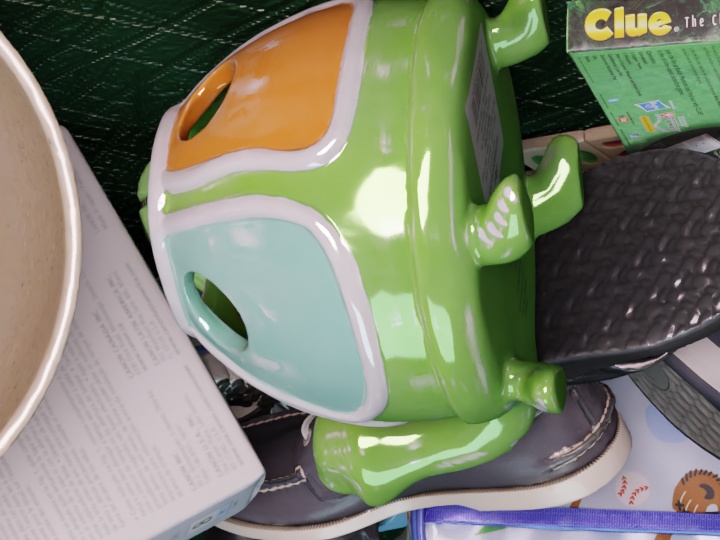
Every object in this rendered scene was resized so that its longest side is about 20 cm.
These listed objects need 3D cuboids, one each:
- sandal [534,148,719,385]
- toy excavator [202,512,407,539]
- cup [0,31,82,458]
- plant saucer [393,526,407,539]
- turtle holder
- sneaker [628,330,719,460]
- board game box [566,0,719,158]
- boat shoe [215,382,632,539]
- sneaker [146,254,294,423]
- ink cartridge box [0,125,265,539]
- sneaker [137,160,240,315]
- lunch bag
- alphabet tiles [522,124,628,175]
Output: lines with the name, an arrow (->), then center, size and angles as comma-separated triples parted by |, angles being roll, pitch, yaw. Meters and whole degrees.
sandal -> 0.073, 0.014, 1.042 | 0.200, 0.076, 0.048 | -25, 152, 31
toy excavator -> 0.000, 0.100, 1.461 | 0.199, 0.100, 0.194 | 3, 167, -39
cup -> -0.202, -0.013, 0.955 | 0.199, 0.201, 0.143 | 6, -176, -15
plant saucer -> 0.112, 0.130, 1.547 | 0.199, 0.050, 0.200 | -3, -174, 0
turtle holder -> 0.006, -0.012, 0.972 | 0.131, 0.142, 0.186 | -4, 158, 12
sneaker -> 0.181, 0.010, 1.066 | 0.202, 0.146, 0.077 | 39, 168, 37
board game box -> 0.143, -0.056, 1.010 | 0.104, 0.024, 0.200 | -1, 164, 15
boat shoe -> 0.010, 0.061, 1.150 | 0.199, 0.073, 0.063 | -8, 126, 30
sneaker -> -0.054, 0.025, 1.243 | 0.200, 0.089, 0.079 | -4, 144, -52
ink cartridge box -> -0.159, 0.058, 1.056 | 0.199, 0.160, 0.047 | -27, 167, -18
sneaker -> 0.000, 0.000, 1.132 | 0.199, 0.077, 0.084 | 15, 162, -23
lunch bag -> 0.118, 0.079, 1.223 | 0.199, 0.161, 0.076 | 3, 166, 0
alphabet tiles -> 0.155, -0.034, 1.131 | 0.199, 0.006, 0.166 | -9, 160, 29
